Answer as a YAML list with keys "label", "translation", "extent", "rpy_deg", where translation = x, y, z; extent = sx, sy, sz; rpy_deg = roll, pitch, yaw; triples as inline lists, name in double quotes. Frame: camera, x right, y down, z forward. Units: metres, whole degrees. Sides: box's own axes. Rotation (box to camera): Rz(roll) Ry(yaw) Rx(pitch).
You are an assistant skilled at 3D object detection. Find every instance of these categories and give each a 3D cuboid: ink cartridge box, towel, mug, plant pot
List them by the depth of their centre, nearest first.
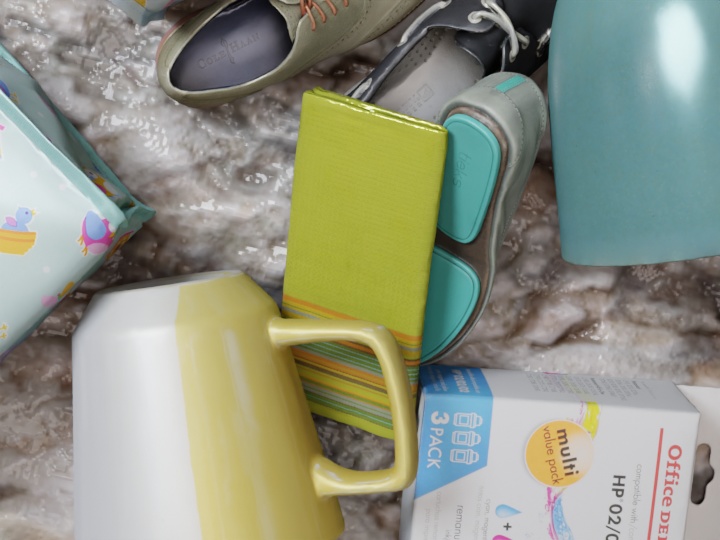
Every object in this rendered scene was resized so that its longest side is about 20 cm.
- label: "plant pot"
  translation: [0.188, -0.103, 0.914]
  extent: [0.200, 0.201, 0.161]
  rpy_deg: [-13, 98, -1]
- label: "towel"
  translation: [0.000, 0.000, 0.963]
  extent: [0.086, 0.018, 0.200]
  rpy_deg: [18, 123, 18]
- label: "mug"
  translation: [-0.076, 0.078, 0.970]
  extent: [0.186, 0.149, 0.153]
  rpy_deg: [-10, 94, -15]
- label: "ink cartridge box"
  translation: [0.128, 0.123, 1.018]
  extent: [0.200, 0.068, 0.115]
  rpy_deg: [4, 102, -4]

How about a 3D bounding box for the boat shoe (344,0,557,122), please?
- label: "boat shoe"
  translation: [0.058, -0.120, 0.968]
  extent: [0.200, 0.060, 0.074]
  rpy_deg: [-38, 101, 5]

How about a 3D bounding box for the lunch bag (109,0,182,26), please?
- label: "lunch bag"
  translation: [-0.084, -0.217, 0.869]
  extent: [0.170, 0.200, 0.127]
  rpy_deg: [-43, 101, 6]

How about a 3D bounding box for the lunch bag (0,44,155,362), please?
- label: "lunch bag"
  translation: [-0.239, -0.046, 0.937]
  extent: [0.170, 0.122, 0.200]
  rpy_deg: [-42, 94, 6]

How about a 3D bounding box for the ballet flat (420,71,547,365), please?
- label: "ballet flat"
  translation: [0.059, -0.025, 0.970]
  extent: [0.067, 0.064, 0.200]
  rpy_deg: [35, 136, 16]

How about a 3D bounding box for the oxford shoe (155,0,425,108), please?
- label: "oxford shoe"
  translation: [-0.021, -0.144, 0.951]
  extent: [0.200, 0.074, 0.071]
  rpy_deg: [-34, 102, 4]
